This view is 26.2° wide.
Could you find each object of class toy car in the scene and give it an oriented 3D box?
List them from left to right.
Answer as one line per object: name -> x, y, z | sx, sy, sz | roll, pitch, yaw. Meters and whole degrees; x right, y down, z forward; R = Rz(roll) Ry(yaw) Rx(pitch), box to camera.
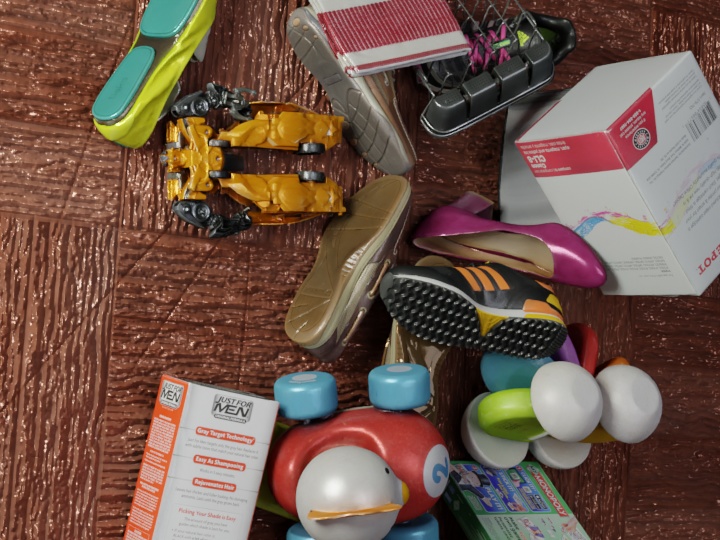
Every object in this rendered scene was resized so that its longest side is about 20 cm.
toy car -> 0.005, 0.201, 1.429 | 0.176, 0.200, 0.186 | -5, 100, -6
toy car -> 0.206, 0.122, 1.632 | 0.199, 0.175, 0.151 | 5, 68, -33

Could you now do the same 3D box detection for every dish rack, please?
dish rack -> 0.092, -0.251, 1.579 | 0.153, 0.055, 0.201 | -28, 72, -14

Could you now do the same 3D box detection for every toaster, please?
toaster -> 0.241, -0.103, 1.685 | 0.199, 0.118, 0.182 | 7, 84, -33

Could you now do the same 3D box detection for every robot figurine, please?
robot figurine -> -0.106, -0.102, 1.487 | 0.199, 0.058, 0.146 | 0, 88, -35

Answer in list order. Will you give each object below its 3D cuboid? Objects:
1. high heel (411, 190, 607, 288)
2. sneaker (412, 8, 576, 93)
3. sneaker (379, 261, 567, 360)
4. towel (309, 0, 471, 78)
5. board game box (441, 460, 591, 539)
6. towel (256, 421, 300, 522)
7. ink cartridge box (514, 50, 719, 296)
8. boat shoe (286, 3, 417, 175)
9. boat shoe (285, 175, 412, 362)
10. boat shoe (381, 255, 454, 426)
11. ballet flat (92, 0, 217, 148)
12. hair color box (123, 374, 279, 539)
high heel -> 0.151, -0.013, 1.590 | 0.096, 0.199, 0.068 | -37, 136, -34
sneaker -> 0.148, -0.237, 1.637 | 0.199, 0.087, 0.074 | -12, 89, -30
sneaker -> 0.110, 0.025, 1.548 | 0.199, 0.070, 0.090 | 16, 40, -16
towel -> 0.008, -0.283, 1.531 | 0.143, 0.023, 0.201 | -16, 69, -28
board game box -> 0.174, 0.274, 1.597 | 0.134, 0.200, 0.029 | 7, 124, -34
towel -> -0.056, 0.206, 1.537 | 0.199, 0.018, 0.087 | 26, 74, -31
ink cartridge box -> 0.287, -0.092, 1.556 | 0.145, 0.144, 0.201 | -42, 111, -26
boat shoe -> 0.006, -0.189, 1.557 | 0.072, 0.076, 0.201 | -42, 113, -29
boat shoe -> 0.000, 0.000, 1.548 | 0.072, 0.072, 0.201 | 45, 65, -42
boat shoe -> 0.051, 0.084, 1.580 | 0.072, 0.072, 0.201 | 12, 82, -24
ballet flat -> -0.181, -0.201, 1.444 | 0.067, 0.067, 0.201 | 46, 67, -48
hair color box -> -0.152, 0.206, 1.435 | 0.101, 0.061, 0.201 | 16, 86, -33
